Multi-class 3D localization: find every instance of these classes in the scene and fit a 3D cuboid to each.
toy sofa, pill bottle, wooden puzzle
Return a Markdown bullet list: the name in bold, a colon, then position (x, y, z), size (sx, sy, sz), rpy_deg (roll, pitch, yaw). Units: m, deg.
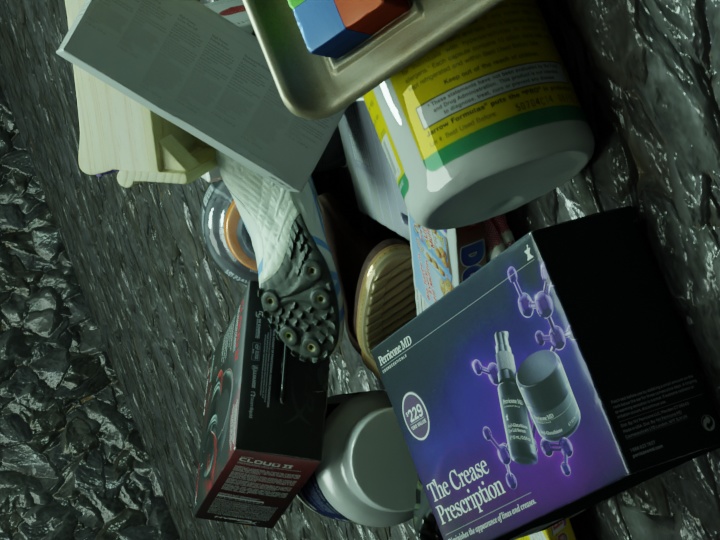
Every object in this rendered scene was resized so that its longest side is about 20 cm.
- **toy sofa**: position (-0.165, -0.170, 1.374), size (0.083, 0.097, 0.201), rpy_deg (-41, -50, -59)
- **pill bottle**: position (0.007, 0.156, 1.488), size (0.200, 0.110, 0.112), rpy_deg (158, 94, -76)
- **pill bottle**: position (0.047, -0.135, 1.011), size (0.113, 0.112, 0.201), rpy_deg (120, 130, -70)
- **pill bottle**: position (-0.084, -0.041, 1.540), size (0.200, 0.106, 0.107), rpy_deg (-141, 34, -82)
- **wooden puzzle**: position (0.007, -0.206, 0.946), size (0.046, 0.199, 0.186), rpy_deg (7, -123, -60)

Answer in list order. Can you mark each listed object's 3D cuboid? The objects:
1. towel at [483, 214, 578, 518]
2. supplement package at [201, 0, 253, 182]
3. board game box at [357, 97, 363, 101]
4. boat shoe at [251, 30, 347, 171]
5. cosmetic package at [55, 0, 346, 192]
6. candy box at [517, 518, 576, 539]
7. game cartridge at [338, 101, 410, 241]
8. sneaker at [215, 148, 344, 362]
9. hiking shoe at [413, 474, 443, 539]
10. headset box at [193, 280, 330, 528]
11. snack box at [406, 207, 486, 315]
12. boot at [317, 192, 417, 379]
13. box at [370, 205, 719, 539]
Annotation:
- **towel**: position (0.110, 0.067, 1.189), size (0.146, 0.030, 0.201), rpy_deg (125, 123, -72)
- **supplement package**: position (-0.112, -0.161, 1.532), size (0.200, 0.121, 0.120), rpy_deg (-149, 45, -67)
- **board game box**: position (0.006, -0.212, 1.161), size (0.126, 0.034, 0.201), rpy_deg (5, 113, 57)
- **boat shoe**: position (-0.051, -0.173, 1.406), size (0.070, 0.066, 0.201), rpy_deg (-155, 48, -70)
- **cosmetic package**: position (-0.112, -0.141, 1.293), size (0.199, 0.083, 0.051), rpy_deg (31, 176, -15)
- **candy box**: position (0.106, 0.165, 1.210), size (0.102, 0.026, 0.201), rpy_deg (28, 145, 53)
- **game cartridge**: position (0.010, -0.129, 1.307), size (0.130, 0.038, 0.201), rpy_deg (-136, 32, -68)
- **sneaker**: position (-0.052, -0.027, 1.382), size (0.072, 0.072, 0.201), rpy_deg (-3, -108, -61)
- **hiking shoe**: position (0.074, 0.133, 1.336), size (0.200, 0.075, 0.101), rpy_deg (89, 178, -55)
- **headset box**: position (-0.079, 0.110, 1.478), size (0.200, 0.075, 0.150), rpy_deg (123, 154, -61)
- **snack box**: position (0.058, -0.001, 1.176), size (0.072, 0.024, 0.201), rpy_deg (53, 157, 45)
- **boot**: position (0.000, 0.000, 1.385), size (0.167, 0.072, 0.200), rpy_deg (57, 167, 33)
- **box**: position (0.101, 0.069, 1.025), size (0.200, 0.078, 0.142), rpy_deg (-41, 65, 56)
